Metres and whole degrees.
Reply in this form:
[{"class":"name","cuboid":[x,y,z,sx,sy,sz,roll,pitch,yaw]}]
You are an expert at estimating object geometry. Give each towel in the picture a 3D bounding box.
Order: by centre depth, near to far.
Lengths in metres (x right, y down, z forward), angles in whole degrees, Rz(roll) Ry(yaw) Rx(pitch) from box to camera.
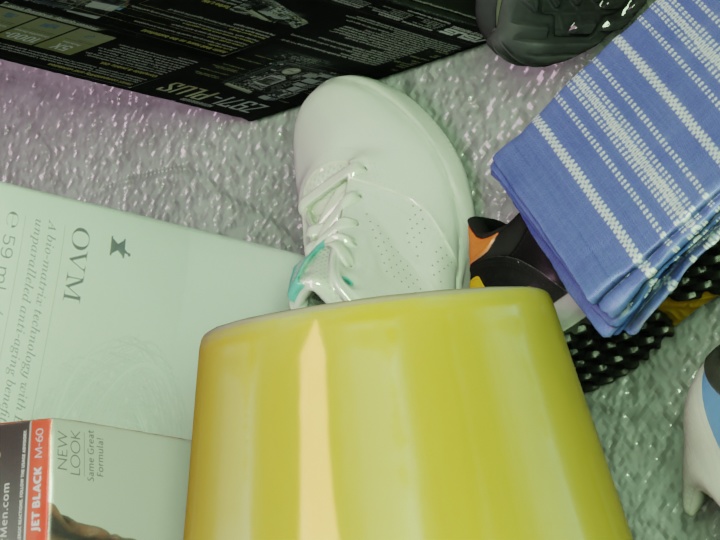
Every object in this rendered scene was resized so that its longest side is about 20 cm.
[{"class":"towel","cuboid":[0.138,-0.073,0.996,0.200,0.024,0.145,-42,28,7]}]

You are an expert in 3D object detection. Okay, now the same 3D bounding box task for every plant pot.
[{"class":"plant pot","cuboid":[0.017,0.108,0.995,0.201,0.201,0.189,-12,82,43]}]

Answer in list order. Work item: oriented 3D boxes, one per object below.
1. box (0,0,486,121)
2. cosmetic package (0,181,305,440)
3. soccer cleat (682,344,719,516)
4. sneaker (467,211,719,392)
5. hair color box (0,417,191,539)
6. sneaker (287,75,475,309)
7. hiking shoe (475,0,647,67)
[{"class":"box","cuboid":[-0.062,-0.137,1.150,0.164,0.200,0.086,-16,71,42]},{"class":"cosmetic package","cuboid":[-0.131,0.072,1.170,0.123,0.200,0.199,8,86,43]},{"class":"soccer cleat","cuboid":[0.188,0.096,0.955,0.200,0.070,0.086,39,131,40]},{"class":"sneaker","cuboid":[0.112,-0.030,1.045,0.200,0.070,0.090,-37,60,35]},{"class":"hair color box","cuboid":[-0.068,0.126,1.095,0.064,0.200,0.111,-10,74,43]},{"class":"sneaker","cuboid":[0.000,0.000,1.137,0.075,0.088,0.200,-38,56,34]},{"class":"hiking shoe","cuboid":[0.085,-0.176,1.116,0.101,0.076,0.200,14,82,54]}]
